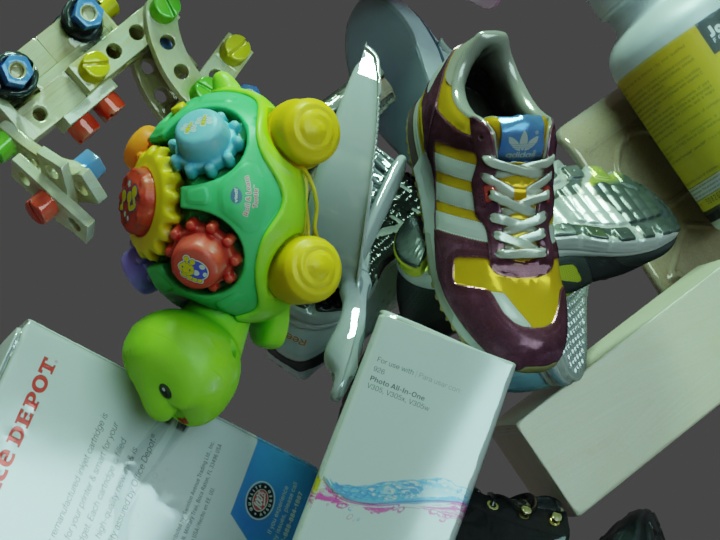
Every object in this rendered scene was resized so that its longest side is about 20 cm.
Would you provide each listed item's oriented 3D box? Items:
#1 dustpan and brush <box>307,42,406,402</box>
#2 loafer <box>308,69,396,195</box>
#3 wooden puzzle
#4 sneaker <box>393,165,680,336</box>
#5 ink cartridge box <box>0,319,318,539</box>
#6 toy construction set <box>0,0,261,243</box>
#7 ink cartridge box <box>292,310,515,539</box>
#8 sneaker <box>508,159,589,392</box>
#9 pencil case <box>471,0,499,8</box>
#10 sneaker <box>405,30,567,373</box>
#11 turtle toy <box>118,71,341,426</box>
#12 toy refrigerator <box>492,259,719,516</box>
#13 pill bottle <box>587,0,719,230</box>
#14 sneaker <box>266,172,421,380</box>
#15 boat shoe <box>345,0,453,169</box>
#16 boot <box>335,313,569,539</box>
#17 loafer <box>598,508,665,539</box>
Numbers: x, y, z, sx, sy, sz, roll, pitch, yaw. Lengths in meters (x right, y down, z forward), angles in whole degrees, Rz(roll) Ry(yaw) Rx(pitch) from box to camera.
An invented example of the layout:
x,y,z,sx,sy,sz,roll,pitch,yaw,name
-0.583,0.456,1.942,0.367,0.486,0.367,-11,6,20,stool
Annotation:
x,y,z,sx,sy,sz,roll,pitch,yaw,name
-0.004,-0.014,0.992,0.057,0.140,0.201,16,57,9,dustpan and brush
-0.046,-0.054,1.103,0.200,0.072,0.063,-40,97,-23,loafer
0.255,-0.057,1.280,0.185,0.046,0.201,-34,88,-32,wooden puzzle
0.107,-0.009,1.080,0.199,0.085,0.075,-9,47,-19,sneaker
-0.144,0.143,0.979,0.199,0.086,0.147,29,63,-16,ink cartridge box
-0.157,-0.099,1.051,0.131,0.092,0.200,49,48,-7,toy construction set
0.014,0.137,0.962,0.087,0.145,0.201,19,80,4,ink cartridge box
0.111,0.001,1.170,0.074,0.081,0.201,59,29,-33,sneaker
0.000,-0.223,1.139,0.198,0.087,0.088,2,73,-7,pencil case
0.079,-0.041,0.976,0.074,0.090,0.201,-5,62,-25,sneaker
-0.084,-0.013,0.957,0.100,0.145,0.202,2,85,-29,turtle toy
0.191,0.079,1.164,0.200,0.070,0.076,-36,93,-16,toy refrigerator
0.249,-0.137,1.215,0.112,0.112,0.201,-32,87,-31,pill bottle
0.000,0.000,1.118,0.074,0.080,0.200,35,41,19,sneaker
0.068,-0.108,1.164,0.086,0.075,0.202,-4,51,-47,boat shoe
0.059,0.141,1.095,0.150,0.073,0.201,16,72,-22,boot
0.161,0.206,1.099,0.201,0.070,0.069,-37,110,-70,loafer
